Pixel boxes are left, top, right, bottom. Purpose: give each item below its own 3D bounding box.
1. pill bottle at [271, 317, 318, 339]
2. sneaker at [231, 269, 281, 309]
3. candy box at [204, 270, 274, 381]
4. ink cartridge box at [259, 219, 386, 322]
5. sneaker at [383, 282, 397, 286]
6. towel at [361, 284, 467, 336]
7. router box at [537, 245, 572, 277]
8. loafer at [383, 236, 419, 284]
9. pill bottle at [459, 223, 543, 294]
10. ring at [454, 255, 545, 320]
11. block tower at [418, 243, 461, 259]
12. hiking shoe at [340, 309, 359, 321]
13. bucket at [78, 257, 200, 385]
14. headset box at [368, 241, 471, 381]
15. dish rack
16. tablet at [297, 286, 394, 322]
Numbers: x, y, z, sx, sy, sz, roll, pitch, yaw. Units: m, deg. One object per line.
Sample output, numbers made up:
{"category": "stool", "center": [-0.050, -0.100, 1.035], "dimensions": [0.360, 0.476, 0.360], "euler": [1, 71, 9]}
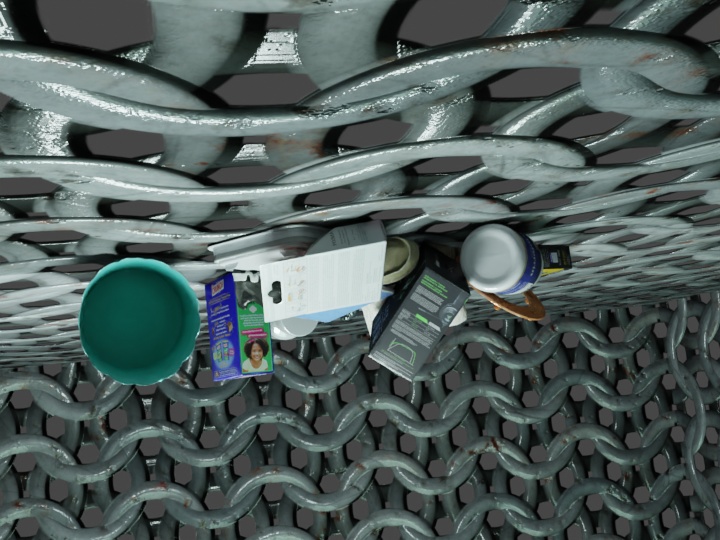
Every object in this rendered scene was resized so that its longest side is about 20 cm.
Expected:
{"category": "pill bottle", "center": [-0.173, 0.085, 1.654], "dimensions": [0.115, 0.118, 0.199], "euler": [-1, 180, -34]}
{"category": "sneaker", "center": [-0.145, 0.045, 1.505], "dimensions": [0.197, 0.092, 0.066], "euler": [3, 180, -8]}
{"category": "candy box", "center": [-0.243, 0.112, 1.586], "dimensions": [0.076, 0.203, 0.169], "euler": [-3, 172, -30]}
{"category": "ink cartridge box", "center": [-0.060, 0.003, 1.256], "dimensions": [0.197, 0.058, 0.163], "euler": [-7, 144, -9]}
{"category": "sneaker", "center": [0.083, 0.035, 1.645], "dimensions": [0.077, 0.071, 0.200], "euler": [-10, -165, -5]}
{"category": "towel", "center": [0.103, 0.071, 1.535], "dimensions": [0.197, 0.035, 0.133], "euler": [-14, 136, 5]}
{"category": "router box", "center": [0.337, -0.008, 1.742], "dimensions": [0.155, 0.053, 0.200], "euler": [-2, 170, -26]}
{"category": "loafer", "center": [0.004, -0.012, 1.377], "dimensions": [0.198, 0.077, 0.068], "euler": [-14, 164, 17]}
{"category": "pill bottle", "center": [0.259, -0.016, 1.419], "dimensions": [0.114, 0.117, 0.199], "euler": [-10, 172, 24]}
{"category": "ring", "center": [0.263, 0.035, 1.513], "dimensions": [0.199, 0.201, 0.019], "euler": [4, 125, -49]}
{"category": "block tower", "center": [0.170, -0.015, 1.561], "dimensions": [0.054, 0.059, 0.199], "euler": [-14, 168, 36]}
{"category": "hiking shoe", "center": [-0.028, 0.047, 1.704], "dimensions": [0.086, 0.075, 0.200], "euler": [-21, -161, -10]}
{"category": "bucket", "center": [-0.369, 0.081, 1.318], "dimensions": [0.205, 0.210, 0.135], "euler": [-3, 180, -21]}
{"category": "headset box", "center": [0.104, 0.061, 1.398], "dimensions": [0.092, 0.201, 0.174], "euler": [30, -165, -6]}
{"category": "dish rack", "center": [-0.129, -0.028, 1.291], "dimensions": [0.198, 0.044, 0.171], "euler": [-11, 171, 31]}
{"category": "tablet", "center": [-0.048, 0.055, 1.439], "dimensions": [0.129, 0.014, 0.199], "euler": [12, 153, -40]}
